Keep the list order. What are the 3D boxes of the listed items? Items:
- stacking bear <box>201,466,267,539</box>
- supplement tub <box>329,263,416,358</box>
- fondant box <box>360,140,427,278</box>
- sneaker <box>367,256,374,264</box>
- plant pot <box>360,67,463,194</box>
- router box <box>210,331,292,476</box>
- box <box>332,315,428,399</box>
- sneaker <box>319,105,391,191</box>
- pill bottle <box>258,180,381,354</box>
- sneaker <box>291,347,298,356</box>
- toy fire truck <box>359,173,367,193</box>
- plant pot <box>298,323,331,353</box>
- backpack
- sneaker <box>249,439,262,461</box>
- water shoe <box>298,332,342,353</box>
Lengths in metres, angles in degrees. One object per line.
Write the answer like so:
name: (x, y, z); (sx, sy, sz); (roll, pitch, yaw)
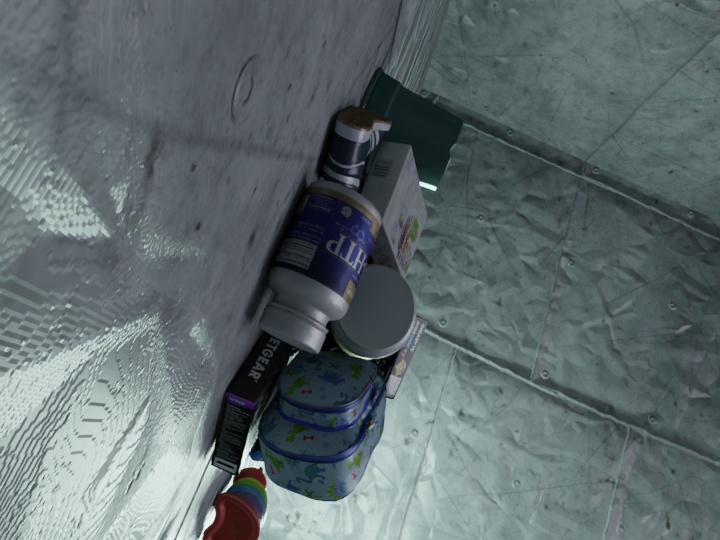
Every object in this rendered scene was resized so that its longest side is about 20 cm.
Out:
stacking bear: (-0.253, 0.502, 1.155); (0.200, 0.110, 0.125); (-95, -153, -83)
supplement tub: (0.017, 0.072, 0.878); (0.200, 0.140, 0.149); (112, 1, -79)
fondant box: (0.058, -0.096, 0.917); (0.201, 0.056, 0.148); (62, 45, -57)
sneaker: (0.000, 0.000, 1.012); (0.087, 0.072, 0.207); (-18, 127, -73)
plant pot: (0.089, -0.259, 1.042); (0.200, 0.190, 0.206); (23, 90, -88)
router box: (-0.163, 0.190, 0.840); (0.201, 0.049, 0.153); (-67, 176, -61)
box: (0.026, 0.133, 1.050); (0.198, 0.045, 0.163); (27, -88, 51)
sneaker: (-0.008, -0.187, 0.823); (0.200, 0.068, 0.112); (-53, 163, -65)
pill bottle: (-0.057, -0.002, 0.711); (0.120, 0.116, 0.206); (108, 4, -75)
sneaker: (-0.108, 0.087, 1.106); (0.201, 0.072, 0.113); (-51, 173, -35)
toy fire truck: (0.062, -0.172, 1.184); (0.130, 0.194, 0.180); (111, 3, -60)
plant pot: (-0.063, 0.122, 1.249); (0.188, 0.194, 0.206); (-140, -108, -77)
backpack: (-0.061, 0.225, 0.808); (0.201, 0.176, 0.152); (-56, 149, -56)
sneaker: (-0.178, 0.270, 1.012); (0.076, 0.082, 0.209); (3, -88, 61)
water shoe: (-0.076, 0.157, 1.028); (0.072, 0.078, 0.200); (-50, 172, -8)
